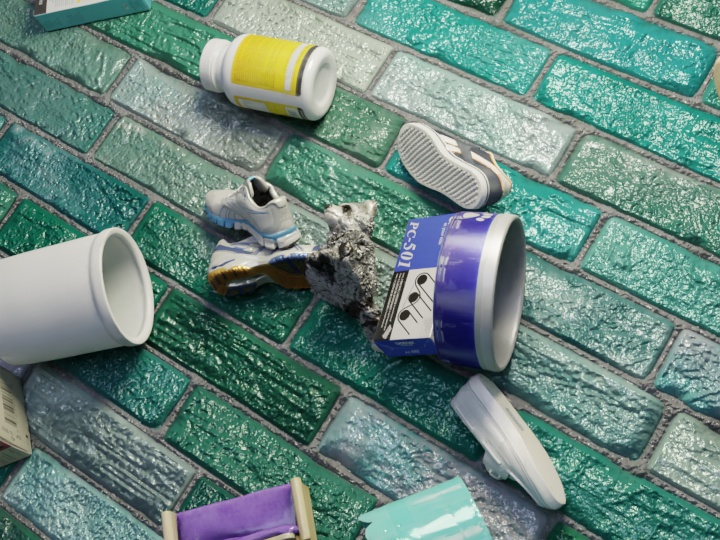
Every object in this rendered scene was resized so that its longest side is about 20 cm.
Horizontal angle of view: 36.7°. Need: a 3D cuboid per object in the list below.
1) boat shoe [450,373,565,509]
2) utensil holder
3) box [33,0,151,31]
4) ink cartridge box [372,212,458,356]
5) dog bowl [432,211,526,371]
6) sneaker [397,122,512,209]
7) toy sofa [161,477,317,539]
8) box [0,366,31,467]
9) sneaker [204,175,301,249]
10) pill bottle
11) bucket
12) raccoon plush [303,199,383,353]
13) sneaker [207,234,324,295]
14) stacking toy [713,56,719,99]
[{"bbox_3d":[0.184,0.229,1.392,0.068,0.072,0.201,-43,69,18],"label":"boat shoe"},{"bbox_3d":[-0.425,0.043,1.576,0.197,0.170,0.172,-13,65,11],"label":"utensil holder"},{"bbox_3d":[-0.460,-0.476,1.869,0.197,0.049,0.083,-8,65,11],"label":"box"},{"bbox_3d":[0.089,0.018,1.481,0.093,0.044,0.202,-7,52,36],"label":"ink cartridge box"},{"bbox_3d":[0.157,0.026,1.408,0.078,0.200,0.203,6,69,20],"label":"dog bowl"},{"bbox_3d":[0.135,-0.149,1.561,0.079,0.079,0.200,-9,39,-36],"label":"sneaker"},{"bbox_3d":[-0.162,0.335,1.419,0.197,0.098,0.084,-16,65,9],"label":"toy sofa"},{"bbox_3d":[-0.596,0.230,1.573,0.198,0.109,0.129,-21,64,5],"label":"box"},{"bbox_3d":[-0.161,-0.102,1.583,0.075,0.088,0.199,-30,36,-34],"label":"sneaker"},{"bbox_3d":[-0.144,-0.303,1.676,0.197,0.112,0.113,14,71,19],"label":"pill bottle"},{"bbox_3d":[0.094,0.355,1.289,0.133,0.208,0.209,-23,63,-3],"label":"bucket"},{"bbox_3d":[0.000,0.000,1.522,0.096,0.202,0.134,-5,31,35],"label":"raccoon plush"},{"bbox_3d":[-0.124,-0.024,1.576,0.197,0.076,0.089,-4,48,4],"label":"sneaker"},{"bbox_3d":[0.595,-0.284,1.497,0.197,0.086,0.086,-19,64,-1],"label":"stacking toy"}]
